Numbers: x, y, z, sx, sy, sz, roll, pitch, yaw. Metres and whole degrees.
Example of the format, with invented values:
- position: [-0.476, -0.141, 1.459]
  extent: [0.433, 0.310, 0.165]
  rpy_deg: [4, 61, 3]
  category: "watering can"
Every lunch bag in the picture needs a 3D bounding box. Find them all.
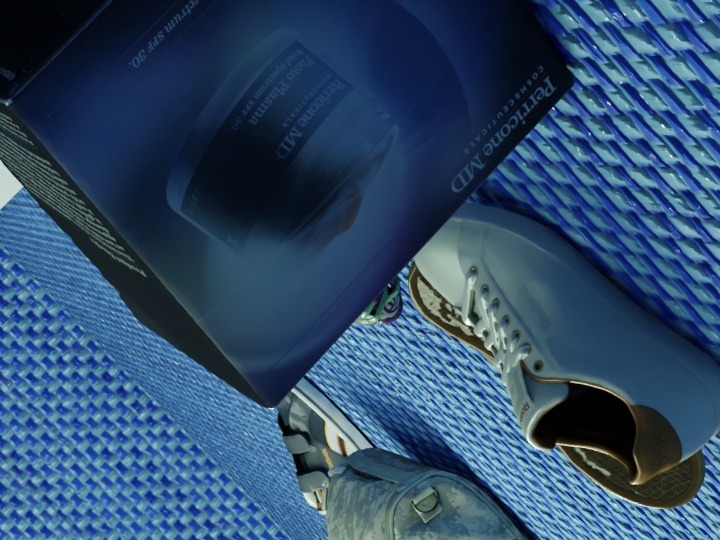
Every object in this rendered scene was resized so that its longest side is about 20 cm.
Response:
- position: [0.054, 0.237, 2.004]
  extent: [0.168, 0.139, 0.200]
  rpy_deg: [63, 165, -10]
  category: "lunch bag"

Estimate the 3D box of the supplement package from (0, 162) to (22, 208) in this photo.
- position: [-0.365, -0.155, 2.046]
  extent: [0.200, 0.121, 0.120]
  rpy_deg: [34, 165, 39]
  category: "supplement package"

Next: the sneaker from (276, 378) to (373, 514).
- position: [-0.033, 0.178, 2.218]
  extent: [0.200, 0.079, 0.078]
  rpy_deg: [46, 170, -4]
  category: "sneaker"

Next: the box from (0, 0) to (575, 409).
- position: [-0.048, -0.088, 0.966]
  extent: [0.123, 0.200, 0.198]
  rpy_deg: [30, 164, 48]
  category: "box"

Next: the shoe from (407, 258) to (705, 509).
- position: [0.115, 0.050, 1.294]
  extent: [0.200, 0.070, 0.053]
  rpy_deg: [43, -154, 7]
  category: "shoe"

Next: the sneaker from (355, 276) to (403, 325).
- position: [0.000, 0.000, 1.497]
  extent: [0.087, 0.074, 0.200]
  rpy_deg: [35, -179, -9]
  category: "sneaker"

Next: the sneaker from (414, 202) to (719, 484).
- position: [0.090, 0.036, 1.201]
  extent: [0.200, 0.085, 0.073]
  rpy_deg: [34, 145, 29]
  category: "sneaker"
